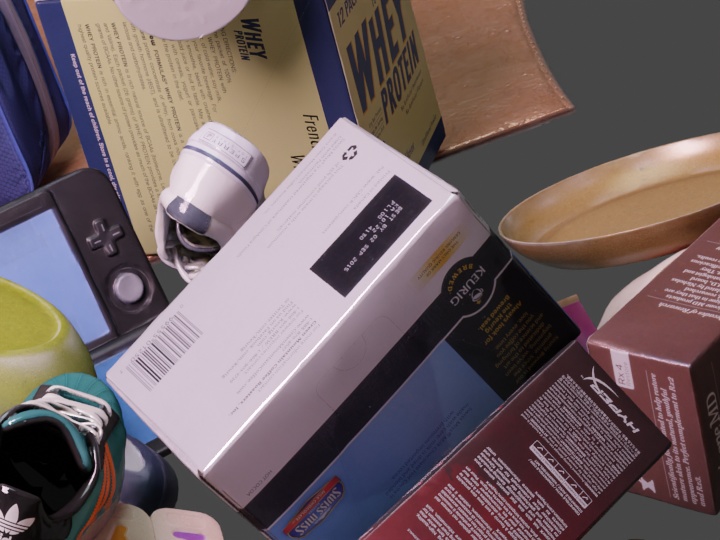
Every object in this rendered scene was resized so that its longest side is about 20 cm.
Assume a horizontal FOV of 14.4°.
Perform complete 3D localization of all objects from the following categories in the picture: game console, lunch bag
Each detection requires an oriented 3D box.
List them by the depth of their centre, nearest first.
[{"bbox_3d":[-0.193,0.047,1.708,0.199,0.177,0.116,-26,4,-21],"label":"game console"},{"bbox_3d":[-0.293,-0.136,1.967,0.135,0.201,0.133,-11,27,15],"label":"lunch bag"}]

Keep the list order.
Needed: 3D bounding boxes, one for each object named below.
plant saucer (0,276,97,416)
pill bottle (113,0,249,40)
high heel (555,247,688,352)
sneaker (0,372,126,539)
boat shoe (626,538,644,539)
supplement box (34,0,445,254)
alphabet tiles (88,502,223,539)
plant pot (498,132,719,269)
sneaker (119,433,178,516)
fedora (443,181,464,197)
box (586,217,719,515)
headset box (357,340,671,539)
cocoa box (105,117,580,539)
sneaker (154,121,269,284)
[{"bbox_3d":[-0.243,0.030,1.611,0.199,0.031,0.200,13,17,-4],"label":"plant saucer"},{"bbox_3d":[-0.127,-0.224,1.737,0.109,0.110,0.200,-18,35,-6],"label":"pill bottle"},{"bbox_3d":[0.176,0.046,1.627,0.199,0.096,0.067,-18,-15,-46],"label":"high heel"},{"bbox_3d":[-0.155,0.097,1.460,0.071,0.080,0.200,19,29,-2],"label":"sneaker"},{"bbox_3d":[0.089,0.188,1.366,0.071,0.076,0.200,32,54,22],"label":"boat shoe"},{"bbox_3d":[-0.074,-0.130,1.858,0.199,0.201,0.134,-2,34,22],"label":"supplement box"},{"bbox_3d":[-0.116,0.182,1.441,0.199,0.015,0.196,9,31,-20],"label":"alphabet tiles"},{"bbox_3d":[0.182,-0.041,1.730,0.199,0.028,0.200,-17,12,4],"label":"plant pot"},{"bbox_3d":[-0.200,0.097,1.606,0.199,0.082,0.071,18,76,15],"label":"sneaker"},{"bbox_3d":[0.000,0.000,1.692,0.176,0.091,0.200,23,38,37],"label":"fedora"},{"bbox_3d":[0.213,0.033,1.562,0.075,0.101,0.200,15,41,40],"label":"box"},{"bbox_3d":[0.042,0.144,1.400,0.200,0.075,0.149,-40,-6,-38],"label":"headset box"},{"bbox_3d":[-0.009,0.046,1.539,0.200,0.131,0.133,-48,36,-4],"label":"cocoa box"},{"bbox_3d":[-0.095,-0.026,1.742,0.073,0.200,0.071,34,75,13],"label":"sneaker"}]
